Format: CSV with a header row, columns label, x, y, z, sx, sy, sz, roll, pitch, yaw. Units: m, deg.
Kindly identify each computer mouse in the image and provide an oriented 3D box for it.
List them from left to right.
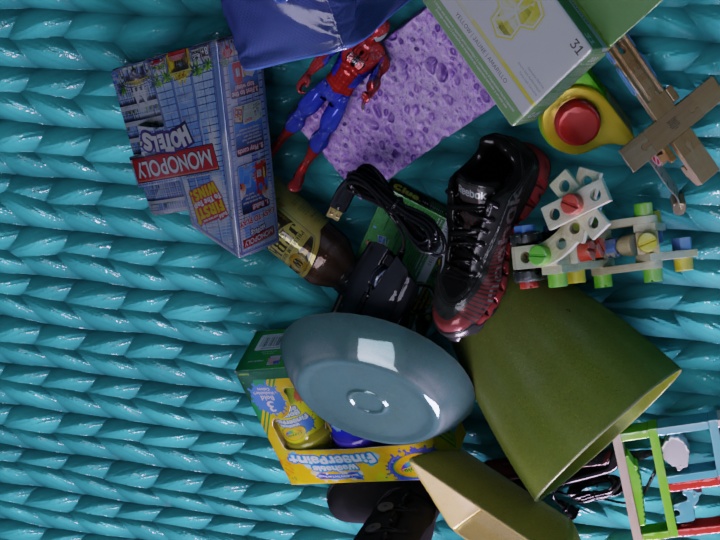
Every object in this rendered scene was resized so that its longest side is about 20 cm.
label,x,y,z,sx,sy,sz,roll,pitch,yaw
computer mouse,0.000,0.000,1.353,0.141,0.046,0.201,47,138,27

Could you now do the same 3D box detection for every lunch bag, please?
label,x,y,z,sx,sy,sz,roll,pitch,yaw
lunch bag,-0.046,-0.267,1.218,0.134,0.200,0.134,-7,115,29

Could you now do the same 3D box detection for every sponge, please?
label,x,y,z,sx,sy,sz,roll,pitch,yaw
sponge,0.036,-0.161,1.354,0.199,0.030,0.112,-33,103,32

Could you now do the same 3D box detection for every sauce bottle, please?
label,x,y,z,sx,sy,sz,roll,pitch,yaw
sauce bottle,-0.055,-0.031,1.432,0.199,0.065,0.065,39,125,4

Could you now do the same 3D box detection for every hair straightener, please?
label,x,y,z,sx,sy,sz,roll,pitch,yaw
hair straightener,0.228,0.225,1.517,0.198,0.041,0.078,-15,114,22

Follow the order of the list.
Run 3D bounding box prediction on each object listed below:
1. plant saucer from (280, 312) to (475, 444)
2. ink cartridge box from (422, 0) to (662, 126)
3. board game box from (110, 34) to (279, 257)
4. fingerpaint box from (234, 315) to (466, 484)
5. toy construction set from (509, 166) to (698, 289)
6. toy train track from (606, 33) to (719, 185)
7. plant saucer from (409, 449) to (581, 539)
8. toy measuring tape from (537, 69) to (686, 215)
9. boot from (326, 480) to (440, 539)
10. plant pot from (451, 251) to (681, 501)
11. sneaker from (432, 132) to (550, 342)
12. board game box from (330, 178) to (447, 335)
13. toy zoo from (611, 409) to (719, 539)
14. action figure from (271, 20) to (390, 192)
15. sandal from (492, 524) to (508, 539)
label,x,y,z,sx,sy,sz,roll,pitch,yaw
plant saucer,0.011,0.114,1.369,0.197,0.036,0.201,14,147,10
ink cartridge box,0.165,-0.243,1.212,0.200,0.048,0.146,-43,75,33
board game box,-0.157,-0.112,1.372,0.198,0.061,0.203,-6,102,44
fingerpaint box,-0.010,0.142,1.508,0.198,0.074,0.168,-6,125,27
toy construction set,0.210,-0.026,1.280,0.130,0.199,0.094,-6,75,33
toy train track,0.248,-0.163,1.264,0.114,0.033,0.201,-36,94,-12
plant saucer,0.158,0.261,1.441,0.199,0.049,0.201,31,162,31
toy measuring tape,0.217,-0.115,1.295,0.073,0.074,0.200,-29,112,31
boot,0.006,0.289,1.531,0.163,0.201,0.066,-19,112,28
plant pot,0.172,0.083,1.368,0.200,0.186,0.188,49,126,15
sneaker,0.107,-0.037,1.305,0.070,0.203,0.098,18,171,33
board game box,0.039,0.010,1.461,0.104,0.024,0.201,29,126,5
toy zoo,0.364,0.204,1.441,0.197,0.021,0.133,-10,111,14
action figure,-0.035,-0.149,1.315,0.065,0.099,0.201,36,122,-3
sandal,0.161,0.339,1.586,0.086,0.080,0.202,29,117,5
